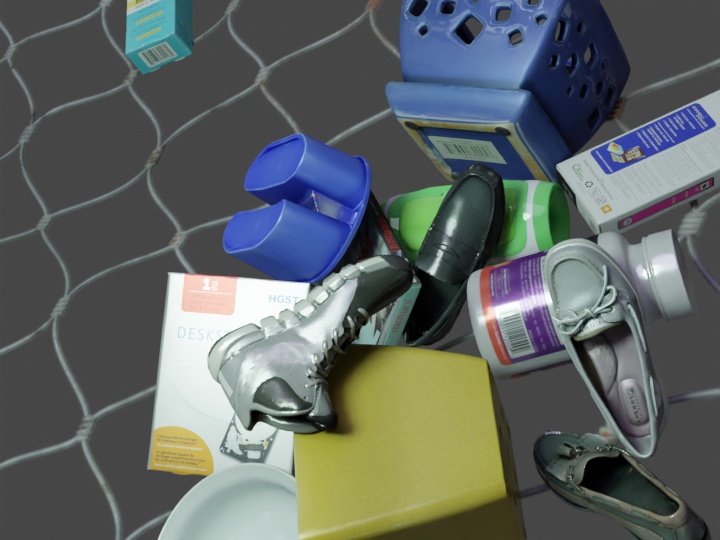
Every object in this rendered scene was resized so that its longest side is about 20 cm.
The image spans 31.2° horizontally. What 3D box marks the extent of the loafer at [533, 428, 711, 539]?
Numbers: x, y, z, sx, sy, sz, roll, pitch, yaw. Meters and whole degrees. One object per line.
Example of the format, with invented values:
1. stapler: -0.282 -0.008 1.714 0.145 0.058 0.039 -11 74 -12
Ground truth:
1. loafer: 0.223 0.183 1.132 0.072 0.063 0.200 -41 39 -15

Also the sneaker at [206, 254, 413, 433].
1. sneaker: -0.025 0.077 1.111 0.199 0.075 0.116 -29 59 1

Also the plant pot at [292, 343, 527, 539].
1. plant pot: 0.050 0.182 1.172 0.175 0.201 0.201 -12 53 10

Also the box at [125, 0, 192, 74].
1. box: -0.283 -0.375 1.821 0.082 0.049 0.201 -19 52 17

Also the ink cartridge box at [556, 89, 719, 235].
1. ink cartridge box: 0.307 -0.109 1.302 0.199 0.037 0.095 -26 49 -2

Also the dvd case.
1. dvd case: 0.000 0.000 1.364 0.022 0.147 0.201 -2 44 -27

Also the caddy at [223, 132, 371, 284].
1. caddy: -0.058 -0.058 1.342 0.200 0.104 0.143 -7 61 64

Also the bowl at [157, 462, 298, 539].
1. bowl: -0.097 0.293 1.230 0.200 0.090 0.203 -14 60 26

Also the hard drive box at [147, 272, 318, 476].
1. hard drive box: -0.124 0.110 1.317 0.154 0.077 0.202 3 83 13

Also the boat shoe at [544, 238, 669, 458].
1. boat shoe: 0.220 0.068 1.143 0.074 0.203 0.065 -18 14 18

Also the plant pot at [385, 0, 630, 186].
1. plant pot: 0.148 -0.198 1.365 0.199 0.200 0.181 9 70 33

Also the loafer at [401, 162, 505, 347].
1. loafer: 0.090 -0.010 1.284 0.068 0.070 0.202 27 118 14

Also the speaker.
1. speaker: 0.114 -0.045 1.350 0.198 0.089 0.089 -4 57 27

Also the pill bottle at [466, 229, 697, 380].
1. pill bottle: 0.211 0.028 1.228 0.198 0.112 0.112 -17 52 19
